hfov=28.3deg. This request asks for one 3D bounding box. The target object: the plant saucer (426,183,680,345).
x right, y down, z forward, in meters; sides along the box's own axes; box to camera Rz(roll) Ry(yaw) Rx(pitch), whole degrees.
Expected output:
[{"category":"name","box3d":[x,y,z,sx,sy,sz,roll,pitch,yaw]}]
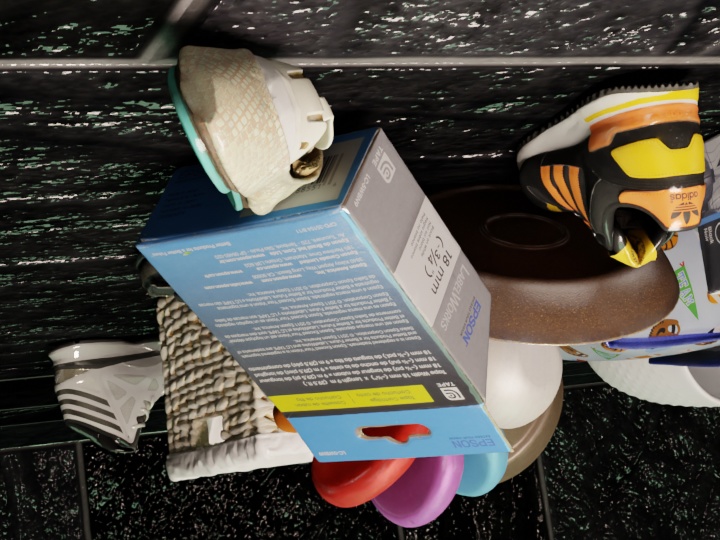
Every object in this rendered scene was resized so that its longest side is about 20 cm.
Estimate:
[{"category":"plant saucer","box3d":[0.101,-0.013,0.894,0.198,0.032,0.201,2,-156,-1]}]

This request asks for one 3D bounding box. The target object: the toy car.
[{"category":"toy car","box3d":[0.027,0.093,0.956,0.199,0.151,0.174,19,158,-36]}]

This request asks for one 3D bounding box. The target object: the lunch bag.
[{"category":"lunch bag","box3d":[0.245,0.017,1.149,0.198,0.125,0.170,-3,177,-18]}]

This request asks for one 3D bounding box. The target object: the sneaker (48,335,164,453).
[{"category":"sneaker","box3d":[-0.225,0.130,1.484,0.199,0.117,0.075,-2,169,-35]}]

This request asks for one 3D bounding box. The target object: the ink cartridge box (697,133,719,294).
[{"category":"ink cartridge box","box3d":[0.266,-0.051,0.850,0.039,0.100,0.200,-3,169,-21]}]

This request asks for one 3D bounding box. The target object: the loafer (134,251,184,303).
[{"category":"loafer","box3d":[-0.092,0.001,0.972,0.071,0.064,0.199,-1,168,-39]}]

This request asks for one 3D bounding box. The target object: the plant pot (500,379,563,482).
[{"category":"plant pot","box3d":[0.099,0.110,1.505,0.198,0.202,0.175,-11,153,18]}]

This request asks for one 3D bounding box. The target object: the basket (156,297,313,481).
[{"category":"basket","box3d":[-0.048,0.083,1.207,0.198,0.162,0.198,-2,169,-30]}]

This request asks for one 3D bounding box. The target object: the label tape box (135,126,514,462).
[{"category":"label tape box","box3d":[-0.009,0.021,0.804,0.143,0.064,0.200,-7,134,34]}]

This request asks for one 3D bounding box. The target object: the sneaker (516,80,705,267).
[{"category":"sneaker","box3d":[0.141,-0.042,0.820,0.069,0.091,0.200,-6,171,-11]}]

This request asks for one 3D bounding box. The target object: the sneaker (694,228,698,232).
[{"category":"sneaker","box3d":[0.296,-0.052,0.959,0.198,0.071,0.073,13,-158,24]}]

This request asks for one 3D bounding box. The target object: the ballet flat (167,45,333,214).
[{"category":"ballet flat","box3d":[-0.044,-0.068,0.636,0.062,0.068,0.200,-23,179,-2]}]

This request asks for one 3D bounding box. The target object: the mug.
[{"category":"mug","box3d":[0.326,0.047,1.439,0.200,0.148,0.175,-37,-165,-28]}]
